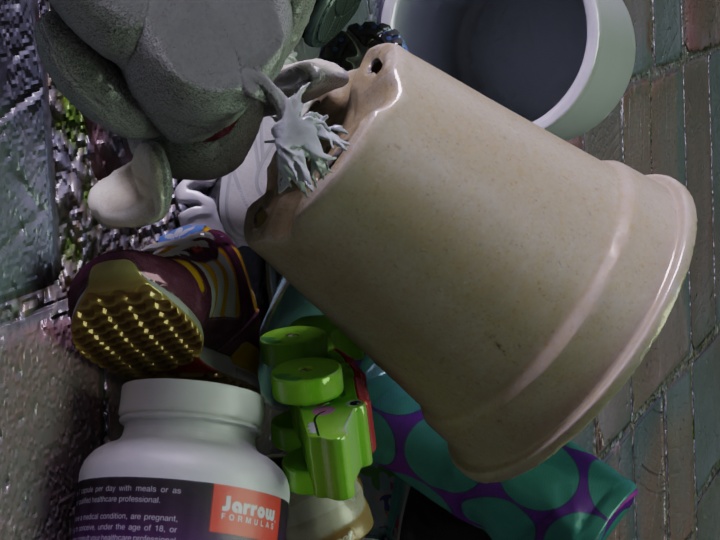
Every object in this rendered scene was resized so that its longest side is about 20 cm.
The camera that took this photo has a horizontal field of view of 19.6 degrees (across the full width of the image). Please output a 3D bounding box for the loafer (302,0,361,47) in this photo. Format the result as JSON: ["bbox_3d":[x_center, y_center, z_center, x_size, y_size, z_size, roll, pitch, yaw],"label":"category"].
[{"bbox_3d":[-0.018,-0.212,1.416,0.072,0.063,0.200,-65,173,35],"label":"loafer"}]

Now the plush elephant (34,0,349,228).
[{"bbox_3d":[-0.090,-0.109,1.071,0.165,0.155,0.200,-31,87,-24],"label":"plush elephant"}]

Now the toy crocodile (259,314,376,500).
[{"bbox_3d":[-0.019,0.073,1.144,0.200,0.062,0.068,-117,-161,-76],"label":"toy crocodile"}]

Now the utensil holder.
[{"bbox_3d":[0.125,-0.180,1.636,0.200,0.170,0.170,-6,96,-72],"label":"utensil holder"}]

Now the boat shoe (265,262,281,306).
[{"bbox_3d":[-0.022,-0.031,1.351,0.068,0.075,0.200,-15,106,-74],"label":"boat shoe"}]

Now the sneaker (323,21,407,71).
[{"bbox_3d":[0.009,-0.069,1.448,0.085,0.077,0.200,63,33,-60],"label":"sneaker"}]

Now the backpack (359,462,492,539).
[{"bbox_3d":[0.057,0.130,1.433,0.200,0.150,0.178,75,28,-76],"label":"backpack"}]

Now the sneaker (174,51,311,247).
[{"bbox_3d":[-0.058,-0.108,1.244,0.075,0.081,0.200,27,63,-67],"label":"sneaker"}]

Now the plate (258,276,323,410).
[{"bbox_3d":[0.000,0.000,1.279,0.200,0.026,0.200,-40,155,-23],"label":"plate"}]

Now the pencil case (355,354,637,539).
[{"bbox_3d":[0.067,0.117,1.282,0.092,0.200,0.085,-59,176,39],"label":"pencil case"}]

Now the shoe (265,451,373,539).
[{"bbox_3d":[-0.035,0.129,1.253,0.053,0.070,0.200,59,-9,-7],"label":"shoe"}]

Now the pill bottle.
[{"bbox_3d":[-0.096,0.161,1.082,0.112,0.112,0.200,37,55,-66],"label":"pill bottle"}]

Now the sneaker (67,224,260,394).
[{"bbox_3d":[-0.106,0.010,1.132,0.200,0.075,0.090,58,28,-67],"label":"sneaker"}]

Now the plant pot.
[{"bbox_3d":[0.047,-0.019,1.124,0.183,0.200,0.201,36,44,-18],"label":"plant pot"}]
